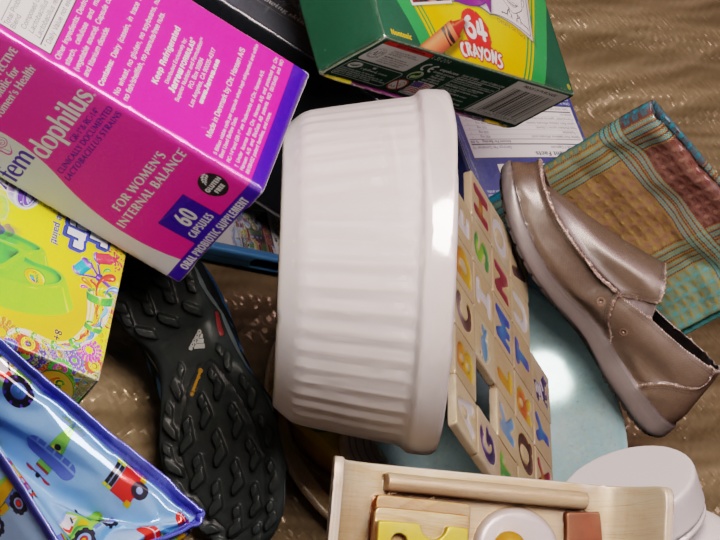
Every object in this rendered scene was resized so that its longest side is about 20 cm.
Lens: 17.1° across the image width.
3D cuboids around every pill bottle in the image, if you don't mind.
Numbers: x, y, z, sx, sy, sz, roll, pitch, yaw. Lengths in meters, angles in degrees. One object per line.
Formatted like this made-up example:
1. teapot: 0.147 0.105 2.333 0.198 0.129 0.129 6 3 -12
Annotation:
1. pill bottle: 0.180 0.208 1.406 0.111 0.111 0.201 -45 125 -46

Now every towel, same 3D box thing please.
1. towel: 0.164 -0.014 1.520 0.147 0.200 0.022 47 50 -9

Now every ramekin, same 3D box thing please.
1. ramekin: 0.000 0.000 1.331 0.094 0.203 0.203 2 54 -2

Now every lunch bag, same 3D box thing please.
1. lunch bag: -0.203 0.108 1.240 0.200 0.151 0.094 48 45 3

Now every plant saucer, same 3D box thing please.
1. plant saucer: 0.071 0.087 1.463 0.200 0.039 0.202 19 50 -24

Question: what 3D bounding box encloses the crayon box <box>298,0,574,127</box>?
1. crayon box: 0.034 -0.189 1.464 0.200 0.058 0.173 10 60 -52

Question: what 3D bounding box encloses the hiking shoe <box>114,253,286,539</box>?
1. hiking shoe: -0.087 0.065 1.408 0.087 0.074 0.201 -3 74 -80

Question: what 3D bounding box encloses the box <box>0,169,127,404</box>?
1. box: -0.237 -0.025 1.335 0.192 0.122 0.201 24 48 -20

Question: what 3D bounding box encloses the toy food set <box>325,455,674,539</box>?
1. toy food set: 0.070 0.178 1.272 0.199 0.060 0.144 8 80 -20

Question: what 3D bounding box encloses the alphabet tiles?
1. alphabet tiles: 0.082 0.048 1.396 0.167 0.008 0.201 55 28 -47

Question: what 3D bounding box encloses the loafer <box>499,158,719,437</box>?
1. loafer: 0.156 0.006 1.490 0.200 0.071 0.073 54 13 -13

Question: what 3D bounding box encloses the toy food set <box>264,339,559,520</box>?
1. toy food set: 0.030 0.097 1.488 0.200 0.049 0.198 43 45 -2

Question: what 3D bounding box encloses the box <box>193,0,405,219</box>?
1. box: -0.061 -0.163 1.537 0.199 0.124 0.197 32 37 -7

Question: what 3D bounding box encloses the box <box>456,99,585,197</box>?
1. box: 0.116 -0.065 1.677 0.121 0.032 0.201 -2 61 -36

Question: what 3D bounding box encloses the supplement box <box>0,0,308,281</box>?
1. supplement box: -0.146 -0.101 1.297 0.200 0.101 0.104 32 47 -13

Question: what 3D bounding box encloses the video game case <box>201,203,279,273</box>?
1. video game case: -0.038 -0.057 1.574 0.199 0.018 0.144 12 54 -29
